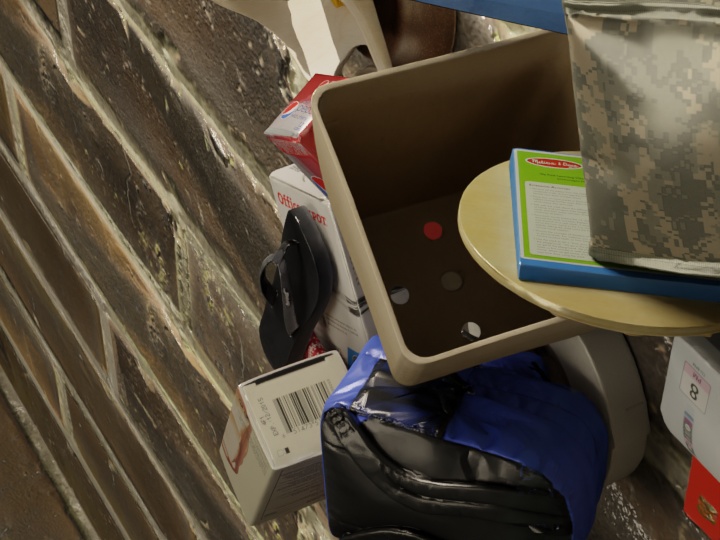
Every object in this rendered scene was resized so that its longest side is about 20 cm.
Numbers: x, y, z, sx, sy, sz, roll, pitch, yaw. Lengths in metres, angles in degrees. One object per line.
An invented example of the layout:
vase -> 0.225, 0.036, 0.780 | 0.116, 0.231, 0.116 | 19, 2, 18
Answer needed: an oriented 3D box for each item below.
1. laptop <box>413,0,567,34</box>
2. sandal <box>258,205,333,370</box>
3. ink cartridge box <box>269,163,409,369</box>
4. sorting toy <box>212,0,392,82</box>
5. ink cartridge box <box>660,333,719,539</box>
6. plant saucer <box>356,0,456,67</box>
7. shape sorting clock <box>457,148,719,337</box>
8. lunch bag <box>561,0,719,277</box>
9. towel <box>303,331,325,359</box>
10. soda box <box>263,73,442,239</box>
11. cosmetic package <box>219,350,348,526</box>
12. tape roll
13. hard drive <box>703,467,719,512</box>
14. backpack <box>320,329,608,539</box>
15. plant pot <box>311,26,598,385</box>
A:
laptop -> 0.140, -0.153, 0.996 | 0.200, 0.116, 0.187 | 62, 158, 14
sandal -> -0.067, 0.026, 1.495 | 0.076, 0.043, 0.200 | 56, 148, 34
ink cartridge box -> 0.000, 0.000, 1.514 | 0.146, 0.084, 0.201 | 29, 137, 61
sorting toy -> -0.033, -0.214, 1.286 | 0.200, 0.107, 0.180 | 6, 125, 64
ink cartridge box -> 0.254, 0.149, 1.045 | 0.163, 0.057, 0.200 | 48, 146, 39
plant saucer -> 0.009, -0.244, 1.323 | 0.200, 0.037, 0.201 | 50, 154, 36
shape sorting clock -> 0.157, -0.018, 0.975 | 0.200, 0.200, 0.039 | 47, 142, 41
lunch bag -> 0.221, -0.085, 0.861 | 0.200, 0.118, 0.164 | 11, 126, 34
towel -> -0.014, 0.149, 1.550 | 0.200, 0.022, 0.145 | 55, 159, 38
soda box -> 0.019, -0.067, 1.321 | 0.200, 0.070, 0.063 | 46, 168, -27
cosmetic package -> -0.063, 0.157, 1.500 | 0.087, 0.103, 0.200 | 65, 161, 17
tape roll -> 0.154, 0.081, 1.301 | 0.203, 0.037, 0.203 | 50, 153, 38
hard drive -> 0.265, 0.089, 1.061 | 0.132, 0.025, 0.201 | 31, 139, 56
backpack -> 0.090, 0.136, 1.242 | 0.199, 0.168, 0.163 | 15, 138, 23
plant pot -> 0.080, -0.024, 1.139 | 0.177, 0.199, 0.200 | 108, 144, -68
